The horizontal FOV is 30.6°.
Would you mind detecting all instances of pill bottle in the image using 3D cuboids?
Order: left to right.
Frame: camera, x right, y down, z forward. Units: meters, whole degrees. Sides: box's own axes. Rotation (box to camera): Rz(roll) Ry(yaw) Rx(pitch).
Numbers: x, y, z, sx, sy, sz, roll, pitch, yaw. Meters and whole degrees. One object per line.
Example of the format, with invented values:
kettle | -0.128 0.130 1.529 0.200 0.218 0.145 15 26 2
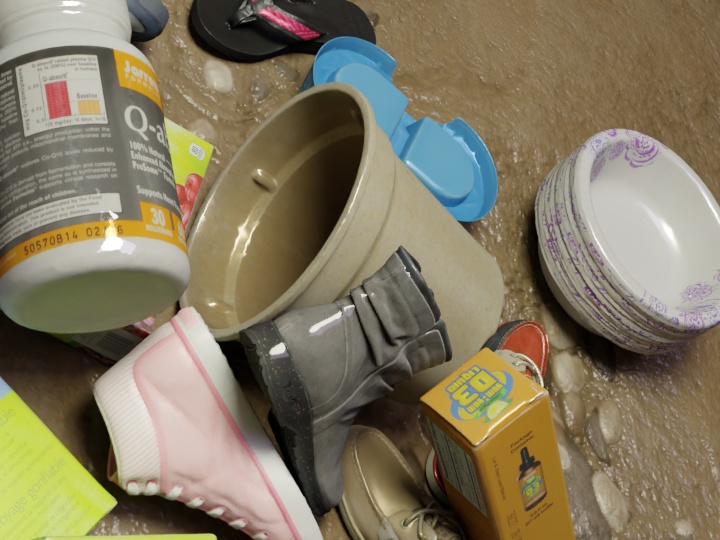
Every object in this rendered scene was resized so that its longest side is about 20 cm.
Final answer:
pill bottle | -0.174 -0.073 0.803 0.115 0.116 0.203 3 66 -37

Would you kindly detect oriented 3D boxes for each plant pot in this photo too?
plant pot | 0.000 0.000 0.954 0.183 0.199 0.203 34 47 -31

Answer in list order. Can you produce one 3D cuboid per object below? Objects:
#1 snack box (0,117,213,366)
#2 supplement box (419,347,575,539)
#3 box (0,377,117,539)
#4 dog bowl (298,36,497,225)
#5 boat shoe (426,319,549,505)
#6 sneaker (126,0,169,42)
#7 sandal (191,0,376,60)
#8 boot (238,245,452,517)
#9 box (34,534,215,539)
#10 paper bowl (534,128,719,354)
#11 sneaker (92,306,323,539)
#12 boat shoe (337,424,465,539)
snack box | -0.215 -0.057 0.887 0.198 0.068 0.170 28 51 -20
supplement box | 0.101 0.150 0.923 0.066 0.202 0.069 -34 47 -18
box | -0.252 0.107 0.770 0.200 0.048 0.122 48 45 -5
dog bowl | 0.028 -0.110 1.126 0.199 0.049 0.112 40 46 -13
boat shoe | 0.115 0.104 1.056 0.071 0.063 0.201 42 44 -7
sneaker | -0.237 -0.188 0.962 0.198 0.070 0.083 14 73 -29
sandal | -0.059 -0.221 1.126 0.198 0.045 0.076 -7 69 -41
boot | 0.004 0.081 0.871 0.130 0.201 0.070 -25 56 -11
box | -0.133 0.253 0.734 0.121 0.047 0.203 10 68 -44
paper bowl | 0.241 -0.019 1.201 0.199 0.104 0.203 19 54 -28
sneaker | -0.105 0.133 0.865 0.104 0.075 0.202 -32 109 -11
boat shoe | 0.047 0.195 0.943 0.072 0.065 0.202 -20 78 -44
